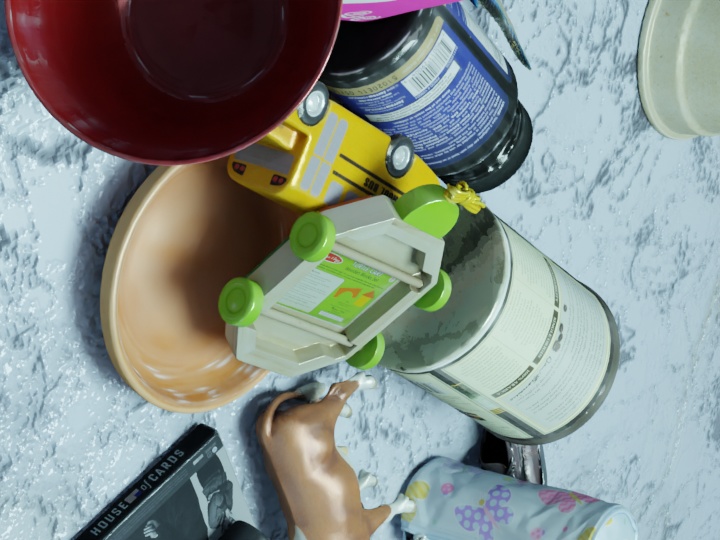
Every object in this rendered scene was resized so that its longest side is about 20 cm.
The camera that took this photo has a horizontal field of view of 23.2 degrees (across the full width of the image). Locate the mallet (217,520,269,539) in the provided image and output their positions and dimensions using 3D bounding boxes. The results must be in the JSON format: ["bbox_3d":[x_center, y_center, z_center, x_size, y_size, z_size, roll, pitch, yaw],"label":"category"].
[{"bbox_3d":[-0.079,0.274,1.336,0.066,0.041,0.201,-45,140,-30],"label":"mallet"}]

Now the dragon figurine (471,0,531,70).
[{"bbox_3d":[0.078,-0.235,1.310,0.099,0.059,0.201,-33,128,-36],"label":"dragon figurine"}]

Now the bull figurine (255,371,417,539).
[{"bbox_3d":[-0.022,0.176,1.358,0.121,0.065,0.201,-38,124,-41],"label":"bull figurine"}]

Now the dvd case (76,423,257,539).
[{"bbox_3d":[-0.133,0.233,1.298,0.150,0.025,0.201,-43,135,-29],"label":"dvd case"}]

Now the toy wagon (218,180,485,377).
[{"bbox_3d":[0.000,0.000,1.205,0.200,0.040,0.155,-42,146,19],"label":"toy wagon"}]

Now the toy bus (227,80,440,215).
[{"bbox_3d":[-0.025,-0.075,1.199,0.200,0.065,0.079,26,86,-52],"label":"toy bus"}]

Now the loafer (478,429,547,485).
[{"bbox_3d":[0.124,0.149,1.541,0.063,0.072,0.201,-4,104,-28],"label":"loafer"}]

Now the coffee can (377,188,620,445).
[{"bbox_3d":[0.098,0.040,1.386,0.200,0.146,0.147,34,80,-51],"label":"coffee can"}]

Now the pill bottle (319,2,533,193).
[{"bbox_3d":[0.047,-0.138,1.274,0.200,0.111,0.112,41,74,-49],"label":"pill bottle"}]

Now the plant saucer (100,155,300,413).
[{"bbox_3d":[-0.106,-0.001,1.216,0.200,0.037,0.201,-23,123,-41],"label":"plant saucer"}]

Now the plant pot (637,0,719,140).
[{"bbox_3d":[0.382,-0.196,1.585,0.200,0.183,0.202,-23,122,-42],"label":"plant pot"}]

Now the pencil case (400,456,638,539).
[{"bbox_3d":[0.130,0.215,1.464,0.091,0.199,0.084,-22,116,-51],"label":"pencil case"}]

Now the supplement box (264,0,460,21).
[{"bbox_3d":[-0.001,-0.268,1.122,0.101,0.103,0.201,-3,87,-49],"label":"supplement box"}]

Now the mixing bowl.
[{"bbox_3d":[-0.102,-0.159,1.056,0.108,0.199,0.201,10,100,-83],"label":"mixing bowl"}]
